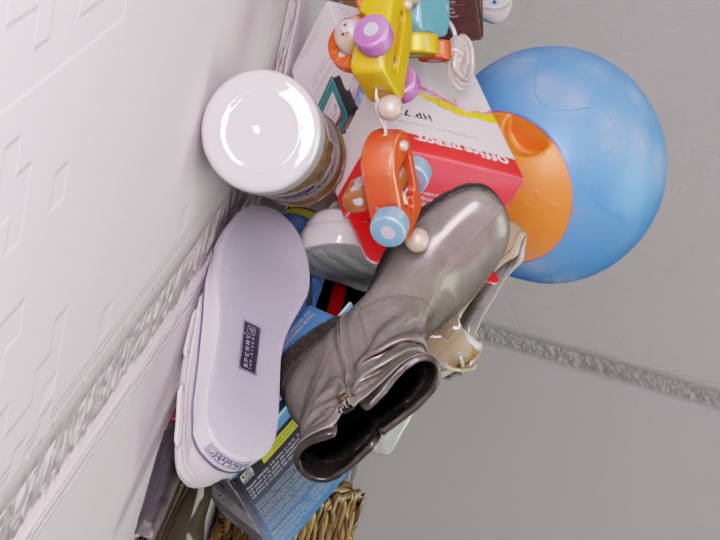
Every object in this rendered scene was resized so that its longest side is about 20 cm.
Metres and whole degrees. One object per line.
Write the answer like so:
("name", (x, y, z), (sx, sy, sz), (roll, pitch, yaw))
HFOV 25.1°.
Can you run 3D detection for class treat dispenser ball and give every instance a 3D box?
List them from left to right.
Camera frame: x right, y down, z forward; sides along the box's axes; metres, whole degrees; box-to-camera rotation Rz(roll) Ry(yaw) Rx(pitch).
("treat dispenser ball", (0.164, -0.090, 1.389), (0.201, 0.198, 0.203), (16, 90, -86))

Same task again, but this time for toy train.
("toy train", (0.019, -0.114, 1.005), (0.201, 0.055, 0.151), (-69, 151, -47))

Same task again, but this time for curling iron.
("curling iron", (-0.107, 0.098, 1.046), (0.026, 0.049, 0.201), (64, 31, -29))

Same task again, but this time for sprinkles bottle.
("sprinkles bottle", (-0.048, -0.076, 0.980), (0.200, 0.067, 0.069), (-1, 107, -86))

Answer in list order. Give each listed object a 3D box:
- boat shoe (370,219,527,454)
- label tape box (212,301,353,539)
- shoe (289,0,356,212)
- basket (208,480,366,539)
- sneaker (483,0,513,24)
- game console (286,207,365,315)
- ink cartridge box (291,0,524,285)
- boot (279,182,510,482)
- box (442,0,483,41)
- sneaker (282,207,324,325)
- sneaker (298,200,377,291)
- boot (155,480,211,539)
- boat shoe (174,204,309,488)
("boat shoe", (0.055, 0.046, 1.165), (0.202, 0.068, 0.075), (-67, 164, 3))
("label tape box", (-0.056, 0.106, 1.174), (0.143, 0.066, 0.201), (-48, 152, -17))
("shoe", (-0.023, -0.126, 1.274), (0.070, 0.053, 0.203), (57, 35, -66))
("basket", (-0.108, 0.269, 1.493), (0.142, 0.148, 0.202), (-7, 117, -49))
("sneaker", (0.079, -0.232, 1.267), (0.075, 0.197, 0.088), (-142, -142, -79))
("game console", (0.000, 0.000, 1.312), (0.031, 0.176, 0.203), (7, 100, -49))
("ink cartridge box", (0.035, -0.089, 1.117), (0.068, 0.115, 0.201), (-57, -142, 35))
("boot", (0.032, 0.042, 0.992), (0.200, 0.068, 0.131), (-45, -159, 4))
("box", (0.039, -0.253, 1.067), (0.201, 0.074, 0.101), (72, 18, -54))
("sneaker", (-0.071, 0.049, 1.225), (0.078, 0.065, 0.202), (-49, 156, -54))
("sneaker", (0.003, -0.051, 1.172), (0.200, 0.073, 0.117), (28, 64, -73))
("boot", (-0.105, 0.225, 1.119), (0.075, 0.096, 0.202), (-63, 168, -70))
("boat shoe", (-0.085, 0.045, 1.033), (0.065, 0.073, 0.202), (-37, -151, 41))
